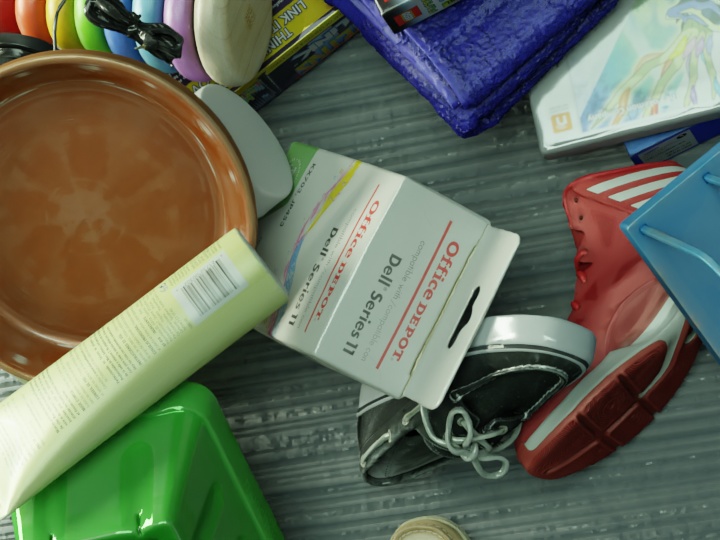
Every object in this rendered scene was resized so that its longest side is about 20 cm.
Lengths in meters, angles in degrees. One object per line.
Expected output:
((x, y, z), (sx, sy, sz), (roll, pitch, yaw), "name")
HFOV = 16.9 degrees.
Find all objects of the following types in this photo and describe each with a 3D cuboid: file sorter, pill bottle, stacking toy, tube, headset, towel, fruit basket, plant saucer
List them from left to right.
((-0.190, -0.087, 1.437), (0.200, 0.094, 0.124), (-50, 27, 33), "headset")
((-0.157, -0.029, 1.375), (0.200, 0.032, 0.200), (1, 109, 3), "plant saucer")
((-0.159, -0.158, 1.471), (0.200, 0.085, 0.085), (4, 81, 20), "stacking toy")
((-0.133, 0.055, 1.335), (0.200, 0.058, 0.052), (-37, 92, -2), "tube")
((-0.141, -0.022, 1.456), (0.200, 0.111, 0.111), (-35, 72, 22), "pill bottle")
((-0.128, 0.143, 1.426), (0.155, 0.216, 0.216), (-13, 76, 12), "fruit basket")
((0.047, -0.193, 1.427), (0.148, 0.050, 0.200), (-46, 70, 8), "towel")
((0.275, -0.025, 1.316), (0.200, 0.123, 0.139), (-39, 107, -5), "file sorter")

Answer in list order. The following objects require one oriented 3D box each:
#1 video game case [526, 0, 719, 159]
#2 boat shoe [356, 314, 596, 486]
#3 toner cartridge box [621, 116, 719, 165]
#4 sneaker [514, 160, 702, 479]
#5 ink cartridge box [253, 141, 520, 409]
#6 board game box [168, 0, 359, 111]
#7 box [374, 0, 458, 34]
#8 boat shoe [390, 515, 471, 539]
((0.185, -0.175, 1.418), (0.200, 0.022, 0.182), (-14, 77, 13), "video game case")
((0.060, 0.079, 1.375), (0.199, 0.074, 0.068), (-22, 52, 48), "boat shoe")
((0.166, -0.170, 1.457), (0.095, 0.043, 0.200), (-26, 74, 8), "toner cartridge box")
((0.142, 0.021, 1.425), (0.200, 0.078, 0.116), (-45, 58, -1), "sneaker")
((0.000, 0.000, 1.396), (0.117, 0.067, 0.200), (-64, 27, -3), "ink cartridge box")
((-0.083, -0.194, 1.524), (0.200, 0.057, 0.165), (-37, 75, 6), "board game box")
((0.022, -0.250, 1.407), (0.110, 0.035, 0.200), (-27, 72, 6), "box")
((0.046, 0.240, 1.399), (0.074, 0.069, 0.200), (-11, 77, 13), "boat shoe")
